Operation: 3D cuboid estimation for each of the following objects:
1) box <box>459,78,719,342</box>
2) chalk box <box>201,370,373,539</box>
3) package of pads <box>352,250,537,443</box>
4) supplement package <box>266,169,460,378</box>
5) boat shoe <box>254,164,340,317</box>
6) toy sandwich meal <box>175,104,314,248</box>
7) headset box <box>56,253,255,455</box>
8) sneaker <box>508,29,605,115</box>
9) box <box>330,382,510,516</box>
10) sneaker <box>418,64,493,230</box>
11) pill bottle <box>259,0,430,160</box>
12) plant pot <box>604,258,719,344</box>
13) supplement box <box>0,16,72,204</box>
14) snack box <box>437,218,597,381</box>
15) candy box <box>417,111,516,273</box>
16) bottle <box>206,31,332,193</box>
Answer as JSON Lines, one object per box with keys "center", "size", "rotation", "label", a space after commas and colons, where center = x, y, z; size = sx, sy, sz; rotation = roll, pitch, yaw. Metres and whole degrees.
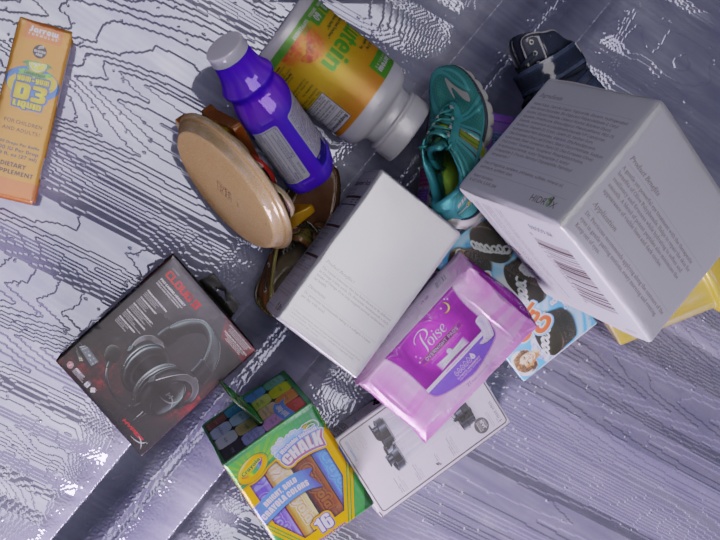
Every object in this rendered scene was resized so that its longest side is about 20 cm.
{"center": [0.257, -0.070, 1.259], "size": [0.172, 0.200, 0.199], "rotation": [-48, 121, -7], "label": "box"}
{"center": [-0.096, 0.207, 1.350], "size": [0.123, 0.125, 0.201], "rotation": [-32, 113, -9], "label": "chalk box"}
{"center": [0.094, 0.087, 1.348], "size": [0.120, 0.076, 0.200], "rotation": [39, 102, -14], "label": "package of pads"}
{"center": [0.000, 0.000, 1.321], "size": [0.116, 0.117, 0.201], "rotation": [37, 87, -11], "label": "supplement package"}
{"center": [-0.067, -0.039, 1.398], "size": [0.071, 0.068, 0.203], "rotation": [18, 88, -11], "label": "boat shoe"}
{"center": [-0.132, -0.112, 1.321], "size": [0.070, 0.205, 0.206], "rotation": [-41, 99, -21], "label": "toy sandwich meal"}
{"center": [-0.230, 0.089, 1.364], "size": [0.200, 0.077, 0.149], "rotation": [-41, 99, -6], "label": "headset box"}
{"center": [0.188, -0.192, 1.372], "size": [0.201, 0.077, 0.147], "rotation": [-34, 97, -10], "label": "sneaker"}
{"center": [0.070, 0.194, 1.439], "size": [0.199, 0.060, 0.117], "rotation": [-35, 98, -9], "label": "box"}
{"center": [0.106, -0.148, 1.331], "size": [0.079, 0.077, 0.203], "rotation": [19, 60, -47], "label": "sneaker"}
{"center": [-0.018, -0.223, 1.381], "size": [0.199, 0.111, 0.112], "rotation": [37, 84, -11], "label": "pill bottle"}
{"center": [0.362, -0.014, 1.438], "size": [0.188, 0.201, 0.202], "rotation": [-34, 98, 7], "label": "plant pot"}
{"center": [-0.380, -0.180, 1.329], "size": [0.066, 0.069, 0.203], "rotation": [13, 87, -14], "label": "supplement box"}
{"center": [0.181, 0.021, 1.397], "size": [0.116, 0.037, 0.201], "rotation": [-38, 108, 3], "label": "snack box"}
{"center": [0.156, -0.089, 1.443], "size": [0.165, 0.071, 0.203], "rotation": [9, 89, -12], "label": "candy box"}
{"center": [-0.103, -0.180, 1.324], "size": [0.065, 0.084, 0.201], "rotation": [-27, 130, 12], "label": "bottle"}
